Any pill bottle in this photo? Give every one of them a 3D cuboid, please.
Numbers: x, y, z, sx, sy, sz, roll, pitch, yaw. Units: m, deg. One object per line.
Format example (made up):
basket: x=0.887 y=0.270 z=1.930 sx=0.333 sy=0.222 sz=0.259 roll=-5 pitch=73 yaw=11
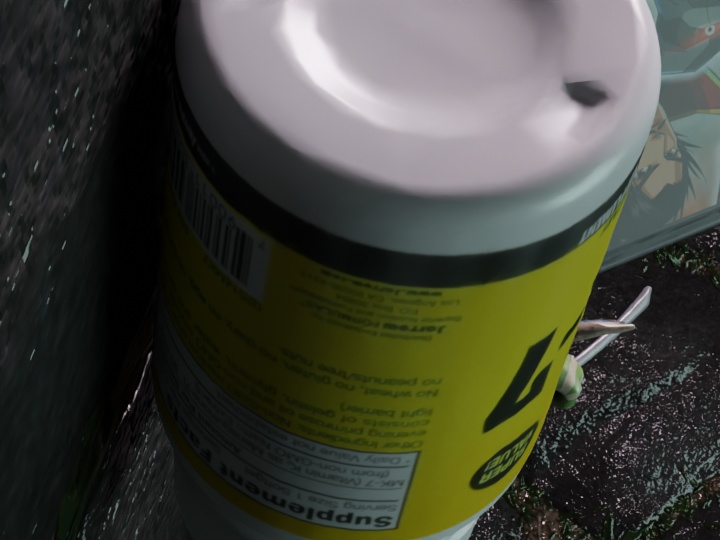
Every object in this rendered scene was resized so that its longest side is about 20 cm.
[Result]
pill bottle: x=0.002 y=0.003 z=0.521 sx=0.201 sy=0.113 sz=0.115 roll=102 pitch=8 yaw=-53

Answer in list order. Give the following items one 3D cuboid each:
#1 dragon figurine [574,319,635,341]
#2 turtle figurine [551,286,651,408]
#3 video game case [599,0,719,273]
dragon figurine: x=0.038 y=0.041 z=0.838 sx=0.200 sy=0.059 sz=0.100 roll=-48 pitch=-165 yaw=41
turtle figurine: x=0.054 y=0.059 z=1.091 sx=0.195 sy=0.143 sz=0.200 roll=-65 pitch=164 yaw=7
video game case: x=0.096 y=-0.094 z=0.640 sx=0.025 sy=0.199 sz=0.182 roll=35 pitch=-40 yaw=53
